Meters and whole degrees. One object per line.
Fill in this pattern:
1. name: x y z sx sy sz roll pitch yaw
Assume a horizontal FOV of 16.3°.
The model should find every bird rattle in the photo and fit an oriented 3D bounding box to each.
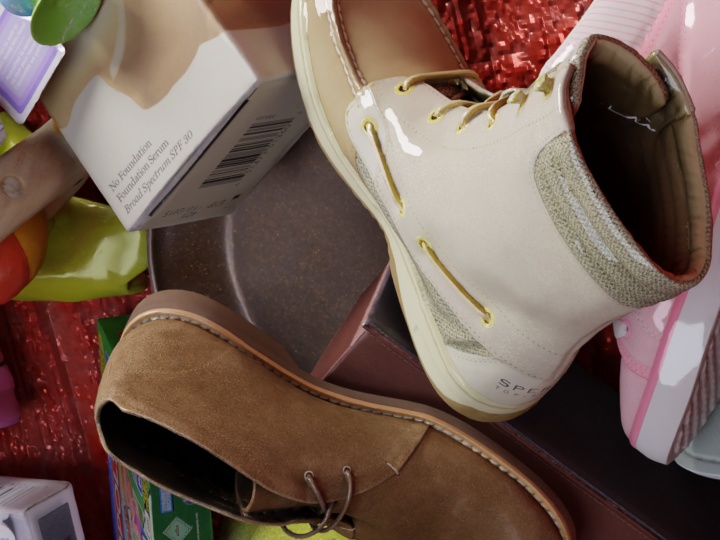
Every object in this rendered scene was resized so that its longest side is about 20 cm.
1. bird rattle: -0.185 -0.008 1.103 0.113 0.200 0.163 54 148 6

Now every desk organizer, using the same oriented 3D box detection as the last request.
1. desk organizer: 0.068 0.085 1.040 0.200 0.072 0.077 36 123 -7

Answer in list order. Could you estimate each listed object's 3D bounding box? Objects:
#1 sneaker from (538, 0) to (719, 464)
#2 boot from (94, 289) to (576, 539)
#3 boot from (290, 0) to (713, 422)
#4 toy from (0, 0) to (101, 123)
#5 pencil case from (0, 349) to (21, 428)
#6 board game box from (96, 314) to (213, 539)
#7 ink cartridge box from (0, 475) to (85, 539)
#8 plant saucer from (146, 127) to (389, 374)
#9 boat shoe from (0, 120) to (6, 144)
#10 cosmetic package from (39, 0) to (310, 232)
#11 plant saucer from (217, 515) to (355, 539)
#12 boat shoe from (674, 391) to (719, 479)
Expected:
1. sneaker: 0.115 -0.030 1.000 0.104 0.075 0.201 19 104 21
2. boot: -0.012 0.085 0.977 0.200 0.076 0.074 26 124 -2
3. boot: 0.052 -0.058 0.945 0.155 0.072 0.200 -42 66 57
4. toy: -0.184 -0.166 1.041 0.200 0.047 0.115 43 115 22
5. pencil case: -0.240 -0.001 1.207 0.094 0.091 0.201 -8 104 56
6. board game box: -0.091 0.136 1.154 0.029 0.135 0.201 -8 110 -14
7. ink cartridge box: -0.197 0.197 1.258 0.198 0.043 0.201 0 110 42
8. plant saucer: 0.000 0.000 1.103 0.200 0.037 0.201 10 112 26
9. boat shoe: -0.229 -0.060 1.087 0.200 0.072 0.062 -14 101 40
10. cosmetic package: -0.102 -0.127 1.063 0.105 0.071 0.200 -48 69 32
11. plant saucer: 0.001 0.198 1.081 0.200 0.048 0.200 32 146 63
12. boat shoe: 0.212 0.055 0.989 0.060 0.076 0.200 34 149 -32
